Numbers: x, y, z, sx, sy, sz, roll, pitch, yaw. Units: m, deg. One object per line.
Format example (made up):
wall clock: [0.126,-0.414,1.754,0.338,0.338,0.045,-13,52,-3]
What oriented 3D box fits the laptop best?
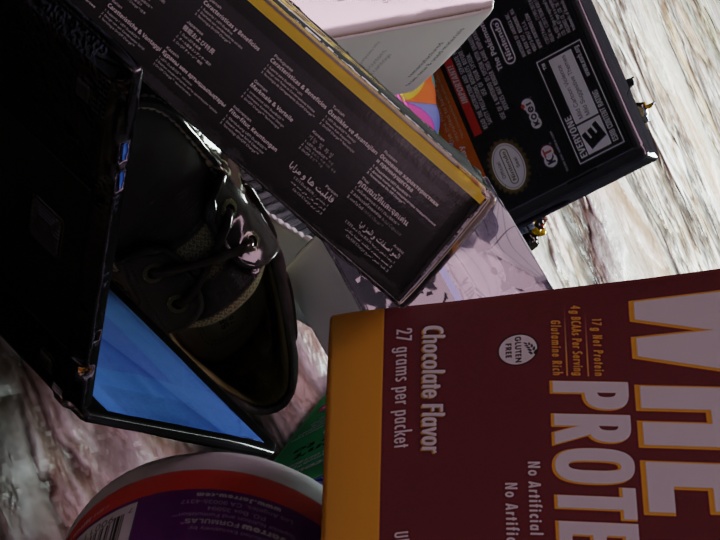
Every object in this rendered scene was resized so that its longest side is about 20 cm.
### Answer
laptop: [-0.100,-0.045,0.725,0.103,0.201,0.177,-25,54,-37]

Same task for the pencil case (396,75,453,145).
pencil case: [-0.002,-0.147,1.053,0.088,0.088,0.202,2,85,-68]

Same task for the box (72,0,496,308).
box: [-0.045,-0.077,0.750,0.200,0.049,0.160,41,3,-2]

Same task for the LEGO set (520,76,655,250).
LEGO set: [0.045,-0.113,1.209,0.200,0.153,0.116,52,39,-10]

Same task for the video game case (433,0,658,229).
video game case: [0.024,-0.105,1.100,0.025,0.180,0.201,2,64,-65]

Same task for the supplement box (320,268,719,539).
supplement box: [0.103,0.115,0.712,0.201,0.196,0.133,73,13,-46]

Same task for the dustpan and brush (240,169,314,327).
dustpan and brush: [0.000,0.000,0.999,0.200,0.057,0.139,49,16,18]

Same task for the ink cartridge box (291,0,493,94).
ink cartridge box: [-0.068,-0.135,0.907,0.199,0.083,0.147,-13,74,-30]

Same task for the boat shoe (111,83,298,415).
boat shoe: [-0.061,-0.010,0.862,0.065,0.073,0.200,47,-6,30]

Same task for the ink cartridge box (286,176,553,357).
ink cartridge box: [0.058,0.064,0.914,0.099,0.039,0.201,-20,75,-40]

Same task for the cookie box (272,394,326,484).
cookie box: [0.038,0.131,1.002,0.172,0.075,0.200,60,19,-6]

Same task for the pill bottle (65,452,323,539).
pill bottle: [-0.052,0.154,0.694,0.113,0.112,0.201,54,22,-25]
